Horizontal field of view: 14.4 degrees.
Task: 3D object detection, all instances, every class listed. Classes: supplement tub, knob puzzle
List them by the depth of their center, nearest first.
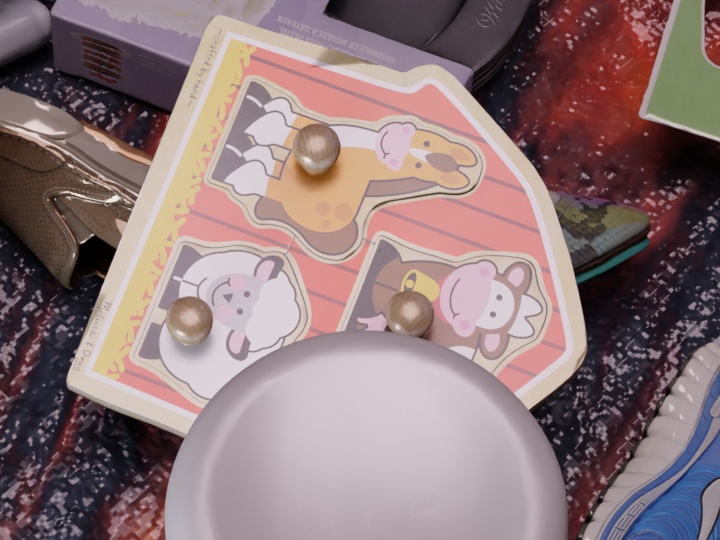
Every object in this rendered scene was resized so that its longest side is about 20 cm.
[{"bbox_3d":[-0.002,0.128,1.080,0.144,0.200,0.146,1,60,-2],"label":"supplement tub"},{"bbox_3d":[0.000,0.000,1.180,0.218,0.030,0.221,0,72,-1],"label":"knob puzzle"}]

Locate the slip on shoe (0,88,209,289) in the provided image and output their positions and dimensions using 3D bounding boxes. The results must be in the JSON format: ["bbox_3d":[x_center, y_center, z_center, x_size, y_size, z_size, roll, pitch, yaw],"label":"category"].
[{"bbox_3d":[-0.122,-0.024,1.239,0.199,0.076,0.061,22,73,2],"label":"slip on shoe"}]

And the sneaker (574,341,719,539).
[{"bbox_3d":[0.133,0.121,1.159,0.089,0.079,0.200,29,58,11],"label":"sneaker"}]

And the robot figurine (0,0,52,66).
[{"bbox_3d":[-0.206,-0.163,1.283,0.199,0.113,0.170,-34,103,-20],"label":"robot figurine"}]

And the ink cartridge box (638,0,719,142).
[{"bbox_3d":[0.236,-0.086,1.301,0.199,0.048,0.146,16,61,6],"label":"ink cartridge box"}]

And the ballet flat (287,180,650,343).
[{"bbox_3d":[0.034,0.005,1.223,0.199,0.069,0.071,-31,95,-15],"label":"ballet flat"}]

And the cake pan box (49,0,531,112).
[{"bbox_3d":[-0.018,-0.141,1.318,0.199,0.052,0.185,22,64,9],"label":"cake pan box"}]
